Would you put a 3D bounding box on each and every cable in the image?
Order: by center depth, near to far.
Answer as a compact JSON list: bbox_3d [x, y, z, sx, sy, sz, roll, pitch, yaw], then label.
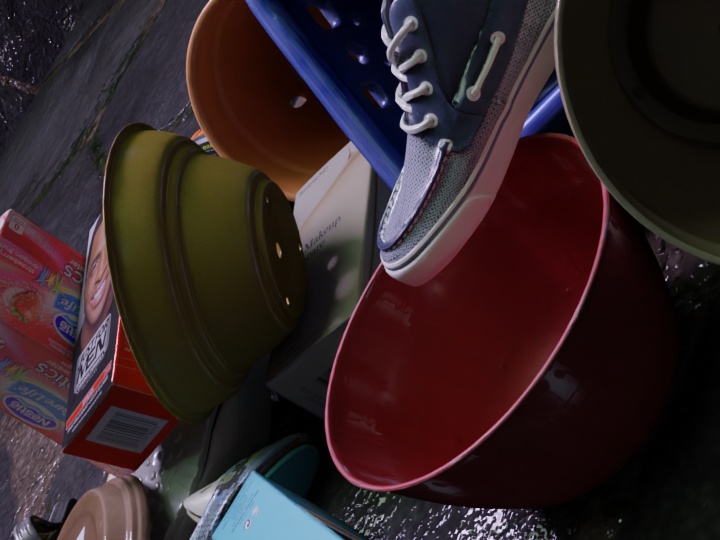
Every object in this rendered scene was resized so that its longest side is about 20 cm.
[{"bbox_3d":[-0.264,0.230,1.068,0.050,0.097,0.200,-25,16,-4],"label":"cable"}]

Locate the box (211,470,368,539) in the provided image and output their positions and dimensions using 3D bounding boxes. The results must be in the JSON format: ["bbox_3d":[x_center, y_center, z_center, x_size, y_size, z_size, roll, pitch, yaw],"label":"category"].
[{"bbox_3d":[-0.008,0.170,0.697,0.049,0.082,0.200,-59,24,-7],"label":"box"}]

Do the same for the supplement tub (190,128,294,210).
[{"bbox_3d":[-0.112,-0.042,1.110,0.123,0.122,0.200,-45,27,25],"label":"supplement tub"}]

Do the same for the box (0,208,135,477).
[{"bbox_3d":[-0.226,0.062,0.994,0.095,0.200,0.103,-35,32,34],"label":"box"}]

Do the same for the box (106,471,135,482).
[{"bbox_3d":[-0.168,0.204,1.006,0.117,0.048,0.200,-35,29,39],"label":"box"}]

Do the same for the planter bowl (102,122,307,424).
[{"bbox_3d":[-0.086,-0.006,0.834,0.083,0.201,0.201,-11,39,11],"label":"planter bowl"}]

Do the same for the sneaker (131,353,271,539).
[{"bbox_3d":[-0.109,0.136,0.940,0.076,0.080,0.200,1,62,44],"label":"sneaker"}]

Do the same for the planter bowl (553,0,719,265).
[{"bbox_3d":[0.180,-0.109,0.580,0.200,0.200,0.135,-52,6,10],"label":"planter bowl"}]

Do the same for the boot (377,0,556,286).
[{"bbox_3d":[0.038,-0.096,0.648,0.200,0.090,0.073,-63,23,5],"label":"boot"}]

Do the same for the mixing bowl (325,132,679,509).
[{"bbox_3d":[0.084,0.043,0.648,0.200,0.108,0.200,-43,27,27],"label":"mixing bowl"}]

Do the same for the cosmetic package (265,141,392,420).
[{"bbox_3d":[0.000,0.000,0.908,0.104,0.073,0.200,-41,29,33],"label":"cosmetic package"}]

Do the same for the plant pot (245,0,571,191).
[{"bbox_3d":[0.082,-0.169,0.786,0.200,0.200,0.180,-44,-10,28],"label":"plant pot"}]

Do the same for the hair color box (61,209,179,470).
[{"bbox_3d":[-0.160,0.029,0.922,0.102,0.061,0.200,-48,33,42],"label":"hair color box"}]

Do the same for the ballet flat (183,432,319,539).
[{"bbox_3d":[-0.103,0.188,0.858,0.200,0.074,0.074,-59,24,-10],"label":"ballet flat"}]

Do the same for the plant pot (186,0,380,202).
[{"bbox_3d":[-0.023,-0.171,1.047,0.200,0.200,0.140,-41,11,31],"label":"plant pot"}]

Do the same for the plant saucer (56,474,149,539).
[{"bbox_3d":[-0.195,0.237,0.890,0.200,0.029,0.200,-50,29,43],"label":"plant saucer"}]
